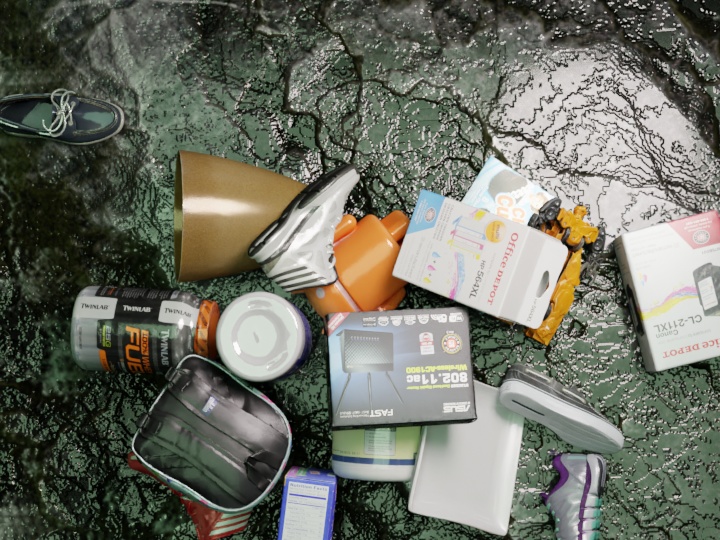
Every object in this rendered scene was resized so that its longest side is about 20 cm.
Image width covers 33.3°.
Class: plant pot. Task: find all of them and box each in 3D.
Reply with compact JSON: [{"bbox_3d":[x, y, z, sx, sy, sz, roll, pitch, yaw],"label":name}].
[{"bbox_3d":[-0.166,-0.074,1.733,0.197,0.186,0.189,1,85,-13],"label":"plant pot"}]

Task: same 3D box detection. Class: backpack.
[{"bbox_3d":[-0.195,0.235,1.651,0.198,0.151,0.179,30,75,7],"label":"backpack"}]

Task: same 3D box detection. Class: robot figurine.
[{"bbox_3d":[0.001,0.002,1.733,0.199,0.144,0.117,-38,59,0],"label":"robot figurine"},{"bbox_3d":[0.269,-0.005,1.728,0.144,0.058,0.202,29,87,-28],"label":"robot figurine"}]

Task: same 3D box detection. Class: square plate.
[{"bbox_3d":[0.147,0.254,1.682,0.199,0.028,0.201,22,72,-38],"label":"square plate"}]

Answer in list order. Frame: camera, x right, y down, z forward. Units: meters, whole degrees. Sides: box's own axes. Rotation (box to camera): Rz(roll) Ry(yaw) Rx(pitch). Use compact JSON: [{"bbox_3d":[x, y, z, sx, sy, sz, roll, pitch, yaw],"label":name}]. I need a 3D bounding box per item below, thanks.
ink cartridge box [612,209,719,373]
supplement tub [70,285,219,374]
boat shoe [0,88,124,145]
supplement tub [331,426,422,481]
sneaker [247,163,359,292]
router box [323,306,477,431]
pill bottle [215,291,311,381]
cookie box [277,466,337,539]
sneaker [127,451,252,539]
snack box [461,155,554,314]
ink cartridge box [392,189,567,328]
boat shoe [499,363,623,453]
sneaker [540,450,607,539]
[{"bbox_3d":[0.459,0.032,1.716,0.144,0.083,0.203,-14,84,2],"label":"ink cartridge box"},{"bbox_3d":[-0.308,0.087,1.742,0.197,0.123,0.124,2,85,4],"label":"supplement tub"},{"bbox_3d":[-0.457,-0.234,1.808,0.197,0.062,0.076,7,84,4],"label":"boat shoe"},{"bbox_3d":[0.032,0.190,1.700,0.143,0.145,0.203,2,86,4],"label":"supplement tub"},{"bbox_3d":[-0.054,-0.049,1.668,0.201,0.075,0.116,-45,108,-18],"label":"sneaker"},{"bbox_3d":[0.051,0.131,1.601,0.197,0.062,0.152,-3,77,-5],"label":"router box"},{"bbox_3d":[-0.129,0.096,1.690,0.118,0.200,0.122,0,85,4],"label":"pill bottle"},{"bbox_3d":[-0.078,0.382,1.679,0.074,0.171,0.203,7,85,1],"label":"cookie box"},{"bbox_3d":[-0.251,0.330,1.741,0.197,0.078,0.117,12,85,6],"label":"sneaker"},{"bbox_3d":[0.185,-0.052,1.764,0.115,0.037,0.201,32,88,5],"label":"snack box"},{"bbox_3d":[0.170,-0.013,1.640,0.198,0.125,0.130,21,93,31],"label":"ink cartridge box"},{"bbox_3d":[0.293,0.192,1.719,0.198,0.072,0.071,29,55,-9],"label":"boat shoe"},{"bbox_3d":[0.296,0.359,1.716,0.086,0.074,0.203,6,78,21],"label":"sneaker"}]
